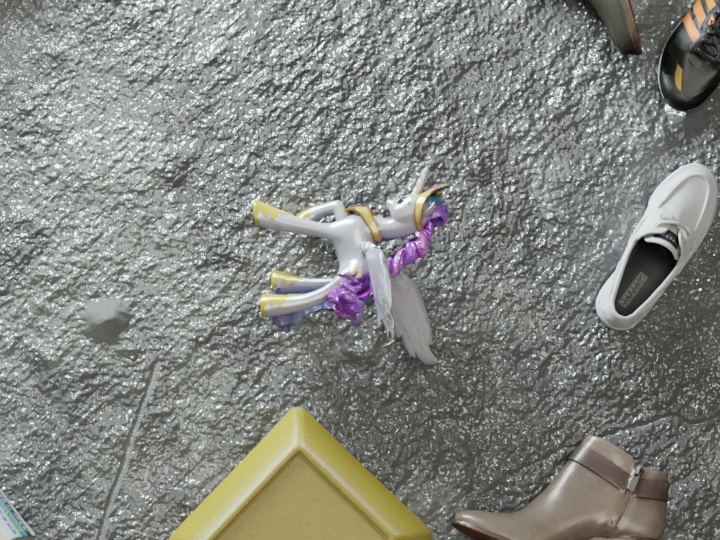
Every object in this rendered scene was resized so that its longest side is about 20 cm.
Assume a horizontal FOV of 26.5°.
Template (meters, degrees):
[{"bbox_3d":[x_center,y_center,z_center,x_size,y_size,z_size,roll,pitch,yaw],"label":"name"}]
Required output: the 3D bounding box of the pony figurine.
[{"bbox_3d":[0.000,0.000,1.545,0.200,0.167,0.193,-8,75,12],"label":"pony figurine"}]

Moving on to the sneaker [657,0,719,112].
[{"bbox_3d":[0.378,-0.263,1.608,0.070,0.090,0.200,31,82,2],"label":"sneaker"}]

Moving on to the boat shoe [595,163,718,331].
[{"bbox_3d":[0.316,-0.025,1.588,0.074,0.065,0.200,28,83,2],"label":"boat shoe"}]

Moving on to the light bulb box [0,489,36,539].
[{"bbox_3d":[-0.461,0.247,1.497,0.200,0.125,0.198,-37,85,-7],"label":"light bulb box"}]

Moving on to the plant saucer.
[{"bbox_3d":[-0.061,0.273,1.547,0.200,0.048,0.200,43,83,4],"label":"plant saucer"}]

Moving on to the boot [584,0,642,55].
[{"bbox_3d":[0.224,-0.301,1.626,0.097,0.075,0.200,-25,77,7],"label":"boot"}]

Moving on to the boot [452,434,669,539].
[{"bbox_3d":[0.211,0.236,1.557,0.200,0.070,0.146,25,76,0],"label":"boot"}]
